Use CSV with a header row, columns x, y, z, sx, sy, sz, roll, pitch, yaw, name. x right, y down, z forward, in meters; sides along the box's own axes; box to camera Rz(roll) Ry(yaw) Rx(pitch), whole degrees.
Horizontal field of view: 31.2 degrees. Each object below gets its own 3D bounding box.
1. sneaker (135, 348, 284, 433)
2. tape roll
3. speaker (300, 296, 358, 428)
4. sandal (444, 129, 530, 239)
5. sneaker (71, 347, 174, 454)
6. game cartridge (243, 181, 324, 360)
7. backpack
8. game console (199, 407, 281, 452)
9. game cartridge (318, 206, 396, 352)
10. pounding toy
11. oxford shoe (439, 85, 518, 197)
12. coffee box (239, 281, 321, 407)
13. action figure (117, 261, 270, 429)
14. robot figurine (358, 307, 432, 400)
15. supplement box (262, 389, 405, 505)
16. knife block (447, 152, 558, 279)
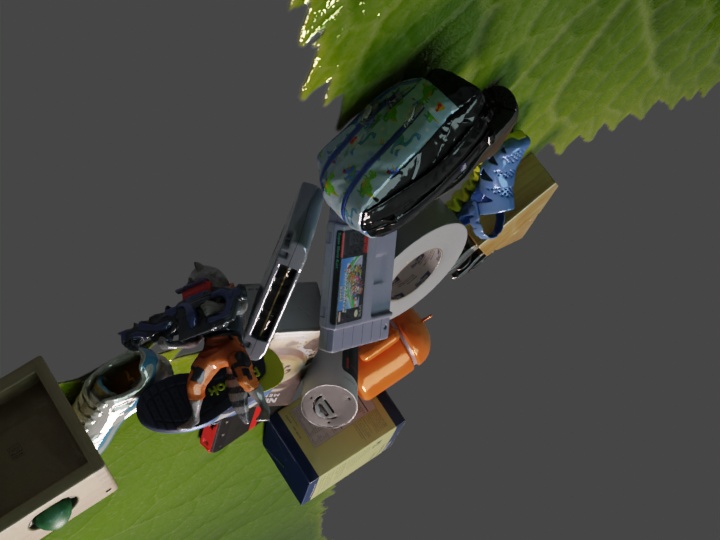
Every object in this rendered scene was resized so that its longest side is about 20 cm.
x,y,z,sx,sy,sz,roll,pitch,yaw,name
-0.193,0.163,1.636,0.198,0.075,0.082,-16,165,-28,sneaker
0.058,-0.016,1.841,0.199,0.066,0.201,-35,157,-18,tape roll
-0.042,0.127,1.820,0.080,0.201,0.082,1,127,1,speaker
0.195,-0.119,1.841,0.079,0.087,0.201,-21,154,-34,sandal
-0.330,0.170,1.617,0.200,0.077,0.081,-44,155,-2,sneaker
-0.093,-0.002,1.556,0.134,0.040,0.201,-82,-166,-49,game cartridge
0.046,-0.131,1.492,0.201,0.153,0.163,-57,165,-6,backpack
-0.172,0.205,2.044,0.176,0.031,0.201,-34,163,-28,game console
0.000,0.000,1.677,0.129,0.038,0.203,-14,112,-56,game cartridge
-0.388,0.248,1.484,0.183,0.201,0.143,-31,161,-14,pounding toy
0.132,-0.149,1.679,0.199,0.073,0.084,-39,163,6,oxford shoe
-0.129,0.104,1.746,0.112,0.081,0.201,-2,147,-23,coffee box
-0.188,0.089,1.536,0.198,0.196,0.104,-11,170,33,action figure
0.030,0.130,2.083,0.199,0.117,0.145,-33,134,-7,robot figurine
-0.050,0.282,2.242,0.198,0.135,0.200,-31,166,-17,supplement box
0.190,-0.074,1.968,0.174,0.064,0.201,-24,157,-35,knife block
